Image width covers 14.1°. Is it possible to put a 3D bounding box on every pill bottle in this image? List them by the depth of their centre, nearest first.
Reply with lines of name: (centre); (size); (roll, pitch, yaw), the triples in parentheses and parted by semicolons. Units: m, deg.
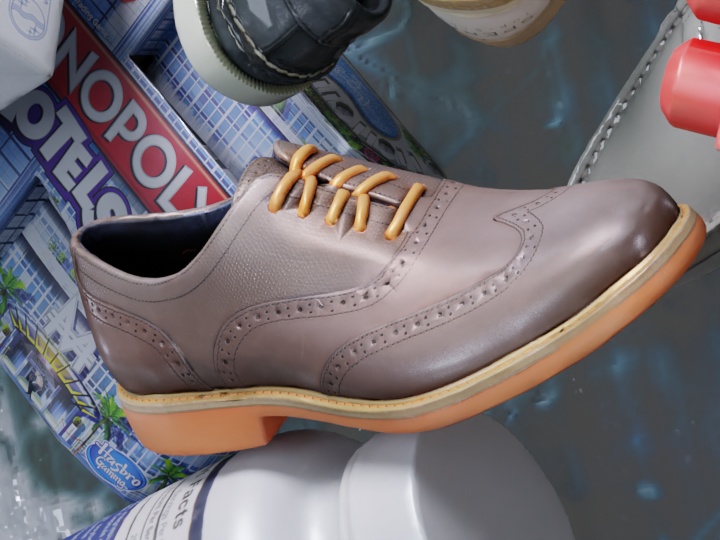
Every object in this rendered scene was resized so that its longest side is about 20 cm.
pill bottle: (-0.034, 0.115, 0.892); (0.200, 0.111, 0.111); (-28, 76, 31)

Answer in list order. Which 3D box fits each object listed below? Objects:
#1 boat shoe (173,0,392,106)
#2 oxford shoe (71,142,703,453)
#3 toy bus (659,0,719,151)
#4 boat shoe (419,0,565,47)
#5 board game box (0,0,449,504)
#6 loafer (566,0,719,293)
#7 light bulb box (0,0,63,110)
boat shoe: (-0.013, -0.151, 0.867); (0.066, 0.074, 0.200); (-19, 57, 48)
oxford shoe: (0.000, 0.000, 0.819); (0.200, 0.071, 0.073); (-14, 115, 32)
toy bus: (0.166, -0.011, 0.708); (0.192, 0.136, 0.201); (11, 100, 13)
boat shoe: (0.047, -0.160, 0.850); (0.074, 0.069, 0.200); (9, 74, 18)
board game box: (-0.070, -0.058, 0.940); (0.200, 0.062, 0.200); (50, 117, 22)
loafer: (0.119, -0.071, 0.807); (0.070, 0.070, 0.200); (48, 116, 23)
light bulb box: (-0.192, -0.129, 0.925); (0.198, 0.125, 0.200); (-26, 46, 38)
